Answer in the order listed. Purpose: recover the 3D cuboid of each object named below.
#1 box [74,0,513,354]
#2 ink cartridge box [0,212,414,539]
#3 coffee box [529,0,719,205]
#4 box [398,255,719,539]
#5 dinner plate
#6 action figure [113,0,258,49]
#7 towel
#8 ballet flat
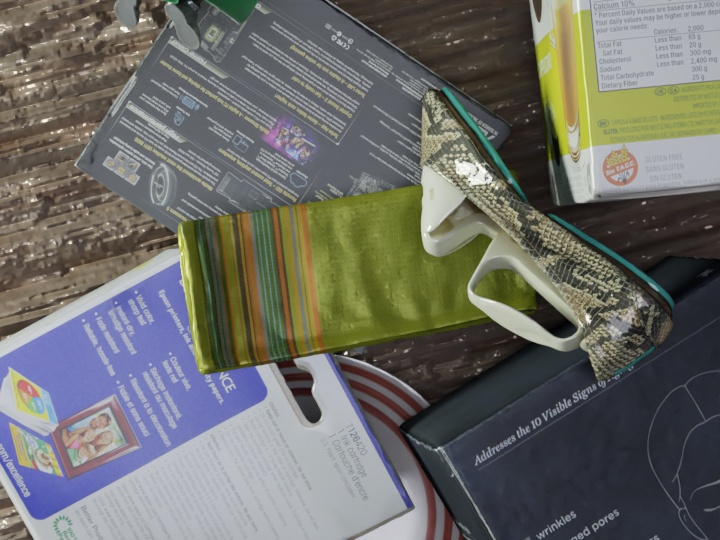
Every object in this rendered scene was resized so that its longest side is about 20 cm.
[{"bbox_3d":[-0.038,-0.072,1.250,0.200,0.044,0.160,33,93,-6],"label":"box"},{"bbox_3d":[-0.103,0.096,1.239,0.200,0.047,0.198,-28,99,-3],"label":"ink cartridge box"},{"bbox_3d":[0.200,-0.144,1.172,0.200,0.200,0.198,-6,91,-2],"label":"coffee box"},{"bbox_3d":[0.161,0.125,1.230,0.200,0.124,0.197,-31,98,-8],"label":"box"},{"bbox_3d":[-0.032,0.146,1.283,0.200,0.024,0.200,0,96,-4],"label":"dinner plate"},{"bbox_3d":[-0.059,-0.204,1.193,0.118,0.055,0.200,23,56,22],"label":"action figure"},{"bbox_3d":[0.000,0.000,1.212,0.200,0.018,0.086,-10,95,-15],"label":"towel"},{"bbox_3d":[0.080,-0.016,1.171,0.075,0.068,0.200,-43,66,-4],"label":"ballet flat"}]
